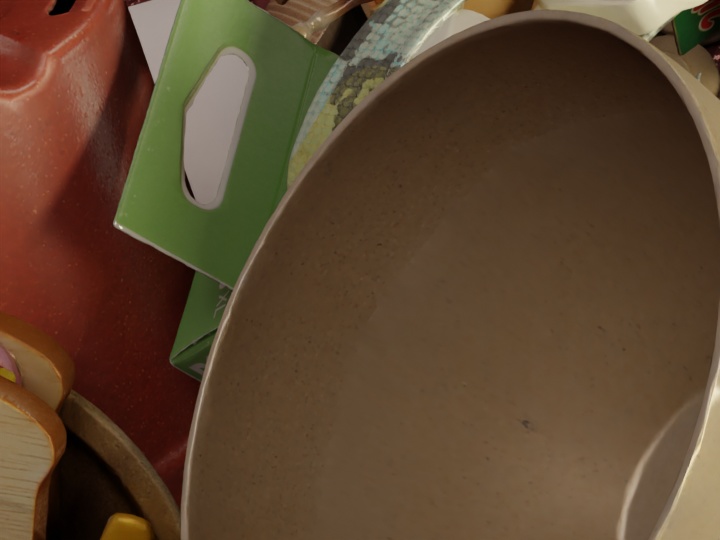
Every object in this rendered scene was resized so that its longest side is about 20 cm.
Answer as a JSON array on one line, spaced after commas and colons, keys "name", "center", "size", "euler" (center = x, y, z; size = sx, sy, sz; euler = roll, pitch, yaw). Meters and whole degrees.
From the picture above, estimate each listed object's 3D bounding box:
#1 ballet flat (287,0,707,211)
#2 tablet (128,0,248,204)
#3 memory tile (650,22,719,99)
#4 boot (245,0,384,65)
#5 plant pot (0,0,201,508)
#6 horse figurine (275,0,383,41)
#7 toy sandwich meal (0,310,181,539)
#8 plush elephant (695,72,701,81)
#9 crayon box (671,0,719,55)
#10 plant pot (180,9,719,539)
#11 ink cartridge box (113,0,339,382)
[{"name": "ballet flat", "center": [0.061, -0.077, 0.650], "size": [0.200, 0.069, 0.071], "euler": [-43, 30, -5]}, {"name": "tablet", "center": [-0.102, -0.025, 0.918], "size": [0.129, 0.014, 0.202], "euler": [-14, 61, 17]}, {"name": "memory tile", "center": [0.094, -0.074, 0.853], "size": [0.199, 0.017, 0.154], "euler": [13, 71, 29]}, {"name": "boot", "center": [0.065, -0.107, 0.838], "size": [0.199, 0.077, 0.156], "euler": [27, 74, 39]}, {"name": "plant pot", "center": [-0.134, 0.001, 0.749], "size": [0.199, 0.197, 0.201], "euler": [-9, 31, 5]}, {"name": "horse figurine", "center": [0.034, -0.129, 0.741], "size": [0.132, 0.200, 0.050], "euler": [-38, 99, -11]}, {"name": "toy sandwich meal", "center": [-0.135, 0.108, 0.643], "size": [0.203, 0.070, 0.207], "euler": [1, 98, 9]}, {"name": "plush elephant", "center": [0.188, -0.024, 0.667], "size": [0.154, 0.200, 0.166], "euler": [-22, 49, 36]}, {"name": "crayon box", "center": [0.198, -0.145, 0.763], "size": [0.199, 0.127, 0.051], "euler": [-33, 60, -1]}, {"name": "plant pot", "center": [0.065, 0.050, 0.584], "size": [0.200, 0.134, 0.202], "euler": [-31, 47, 40]}, {"name": "ink cartridge box", "center": [0.000, 0.000, 0.721], "size": [0.059, 0.199, 0.105], "euler": [-29, 38, 49]}]
